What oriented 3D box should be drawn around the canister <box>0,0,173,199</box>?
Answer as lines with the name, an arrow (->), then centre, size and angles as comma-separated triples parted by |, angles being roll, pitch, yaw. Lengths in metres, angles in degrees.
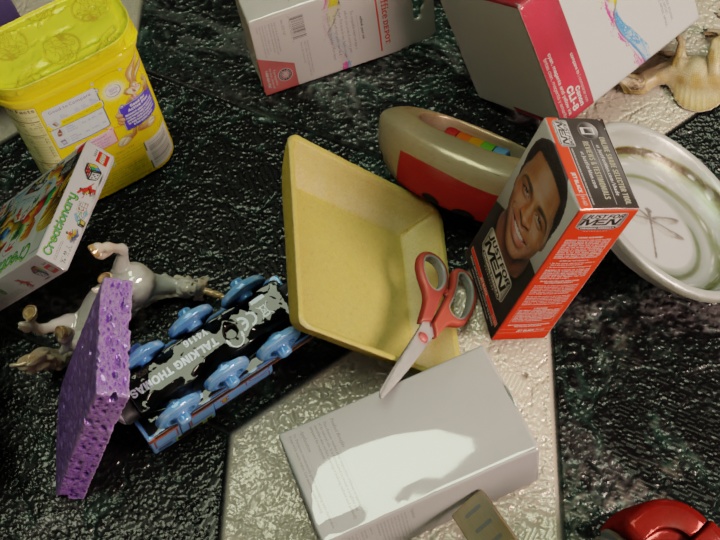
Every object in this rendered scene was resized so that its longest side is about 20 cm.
canister -> -0.275, -0.164, 1.250 | 0.148, 0.200, 0.087 | -28, 59, -10

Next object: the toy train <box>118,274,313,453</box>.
toy train -> -0.134, 0.080, 1.134 | 0.200, 0.114, 0.087 | -34, 76, -13

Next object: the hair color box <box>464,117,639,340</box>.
hair color box -> 0.163, -0.033, 1.110 | 0.061, 0.200, 0.102 | -1, 55, -21

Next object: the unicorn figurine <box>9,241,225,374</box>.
unicorn figurine -> -0.229, 0.030, 1.183 | 0.199, 0.137, 0.074 | -27, 70, 7

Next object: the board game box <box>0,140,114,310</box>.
board game box -> -0.312, -0.034, 1.199 | 0.035, 0.200, 0.127 | 32, 57, -26

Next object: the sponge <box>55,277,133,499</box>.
sponge -> -0.233, 0.106, 1.091 | 0.030, 0.200, 0.112 | 8, 54, -20

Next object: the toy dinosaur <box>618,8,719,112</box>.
toy dinosaur -> 0.362, -0.209, 1.290 | 0.199, 0.058, 0.102 | 4, 74, 19

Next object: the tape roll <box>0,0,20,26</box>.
tape roll -> -0.434, -0.288, 1.347 | 0.085, 0.200, 0.200 | -33, 61, -13

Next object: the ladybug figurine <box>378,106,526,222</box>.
ladybug figurine -> 0.104, -0.096, 1.216 | 0.199, 0.136, 0.072 | 25, 109, 18

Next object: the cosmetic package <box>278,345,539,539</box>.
cosmetic package -> 0.043, 0.161, 1.084 | 0.199, 0.081, 0.113 | -21, 59, -6

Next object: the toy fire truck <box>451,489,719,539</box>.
toy fire truck -> 0.180, 0.236, 0.993 | 0.176, 0.129, 0.200 | -39, 82, -16

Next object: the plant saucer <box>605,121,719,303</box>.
plant saucer -> 0.273, -0.045, 1.164 | 0.199, 0.050, 0.201 | 20, 46, -22

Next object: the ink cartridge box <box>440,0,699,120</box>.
ink cartridge box -> 0.208, -0.270, 1.259 | 0.200, 0.145, 0.145 | -38, 34, -14

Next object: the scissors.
scissors -> 0.064, 0.058, 1.129 | 0.073, 0.014, 0.200 | 39, 40, -19

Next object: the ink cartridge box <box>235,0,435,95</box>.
ink cartridge box -> -0.025, -0.275, 1.334 | 0.199, 0.117, 0.068 | -19, 58, -5

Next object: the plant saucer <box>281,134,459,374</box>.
plant saucer -> 0.000, 0.000, 1.152 | 0.048, 0.199, 0.201 | -33, 49, 37
